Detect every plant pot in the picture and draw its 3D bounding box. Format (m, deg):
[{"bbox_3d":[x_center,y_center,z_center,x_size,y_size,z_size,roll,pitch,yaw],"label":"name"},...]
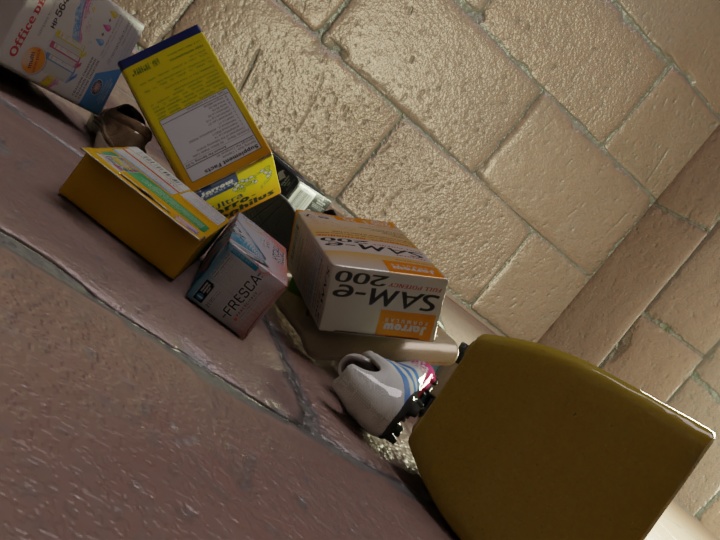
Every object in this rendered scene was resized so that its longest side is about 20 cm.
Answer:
[{"bbox_3d":[0.160,0.159,0.751,0.200,0.195,0.195,36,4,21],"label":"plant pot"}]

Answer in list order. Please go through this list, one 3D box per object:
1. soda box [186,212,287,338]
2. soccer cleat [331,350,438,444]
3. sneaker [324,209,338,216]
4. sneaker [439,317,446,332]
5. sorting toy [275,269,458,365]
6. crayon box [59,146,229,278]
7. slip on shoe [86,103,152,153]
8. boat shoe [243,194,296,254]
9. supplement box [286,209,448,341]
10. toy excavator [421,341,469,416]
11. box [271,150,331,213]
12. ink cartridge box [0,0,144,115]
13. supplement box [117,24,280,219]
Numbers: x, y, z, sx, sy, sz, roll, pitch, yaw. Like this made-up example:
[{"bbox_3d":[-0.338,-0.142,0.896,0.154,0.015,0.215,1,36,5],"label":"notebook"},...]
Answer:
[{"bbox_3d":[-0.115,-0.002,0.837,0.068,0.064,0.200,38,5,-11],"label":"soda box"},{"bbox_3d":[0.024,0.106,0.840,0.086,0.070,0.200,40,6,6],"label":"soccer cleat"},{"bbox_3d":[-0.024,-0.041,1.531,0.076,0.088,0.200,-17,38,-35],"label":"sneaker"},{"bbox_3d":[0.093,0.076,1.575,0.200,0.076,0.091,31,19,-34],"label":"sneaker"},{"bbox_3d":[-0.005,0.040,0.980,0.184,0.037,0.200,6,23,-25],"label":"sorting toy"},{"bbox_3d":[-0.198,-0.058,0.806,0.126,0.052,0.200,39,5,-6],"label":"crayon box"},{"bbox_3d":[-0.294,-0.176,1.067,0.076,0.061,0.200,37,6,-23],"label":"slip on shoe"},{"bbox_3d":[-0.099,-0.044,1.273,0.202,0.074,0.065,44,0,6],"label":"boat shoe"},{"bbox_3d":[0.000,0.000,0.935,0.125,0.074,0.200,7,18,-18],"label":"supplement box"},{"bbox_3d":[0.069,0.116,1.061,0.194,0.100,0.200,34,-6,-40],"label":"toy excavator"},{"bbox_3d":[-0.166,-0.147,1.448,0.200,0.106,0.122,41,5,28],"label":"box"},{"bbox_3d":[-0.373,-0.285,0.982,0.125,0.129,0.200,29,2,23],"label":"ink cartridge box"},{"bbox_3d":[-0.191,-0.170,1.038,0.200,0.109,0.110,60,-9,17],"label":"supplement box"}]
